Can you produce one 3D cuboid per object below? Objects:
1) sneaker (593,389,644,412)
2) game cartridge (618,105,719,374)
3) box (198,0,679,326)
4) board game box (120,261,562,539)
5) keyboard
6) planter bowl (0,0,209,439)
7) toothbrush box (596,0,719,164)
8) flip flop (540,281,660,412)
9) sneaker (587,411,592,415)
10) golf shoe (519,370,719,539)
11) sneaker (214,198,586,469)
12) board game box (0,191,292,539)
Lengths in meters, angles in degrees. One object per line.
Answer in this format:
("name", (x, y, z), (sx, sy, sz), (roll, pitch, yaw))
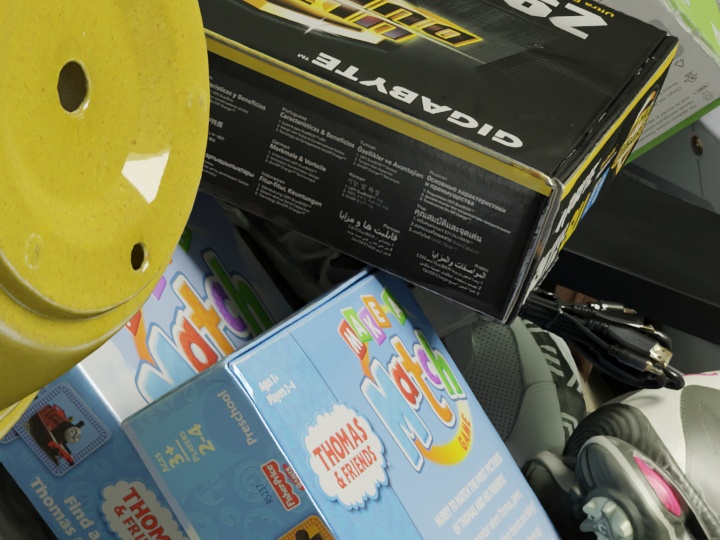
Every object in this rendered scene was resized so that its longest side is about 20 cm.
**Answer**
("sneaker", (0.095, 0.122, 0.923), (0.081, 0.075, 0.200), (-123, -162, -62))
("game cartridge", (0.126, -0.027, 1.172), (0.200, 0.040, 0.133), (35, -37, 60))
("box", (-0.019, -0.068, 0.839), (0.200, 0.049, 0.160), (24, 23, 9))
("board game box", (0.028, 0.100, 0.728), (0.200, 0.037, 0.151), (60, 18, 0))
("keyboard", (0.039, -0.012, 0.849), (0.200, 0.021, 0.127), (20, 24, 0))
("planter bowl", (-0.088, -0.036, 0.590), (0.200, 0.083, 0.201), (-1, 91, -62))
("toothbrush box", (0.054, -0.117, 1.150), (0.086, 0.146, 0.200), (44, 21, -35))
("flip flop", (0.095, 0.028, 1.159), (0.081, 0.058, 0.200), (34, 29, -52))
("sneaker", (0.104, 0.114, 1.009), (0.200, 0.079, 0.089), (36, 25, -49))
("golf shoe", (0.117, 0.126, 0.833), (0.088, 0.077, 0.200), (-31, 106, -39))
("sneaker", (0.000, 0.000, 0.936), (0.115, 0.075, 0.200), (38, 21, -43))
("board game box", (-0.022, 0.075, 0.780), (0.200, 0.037, 0.151), (54, 18, -10))
